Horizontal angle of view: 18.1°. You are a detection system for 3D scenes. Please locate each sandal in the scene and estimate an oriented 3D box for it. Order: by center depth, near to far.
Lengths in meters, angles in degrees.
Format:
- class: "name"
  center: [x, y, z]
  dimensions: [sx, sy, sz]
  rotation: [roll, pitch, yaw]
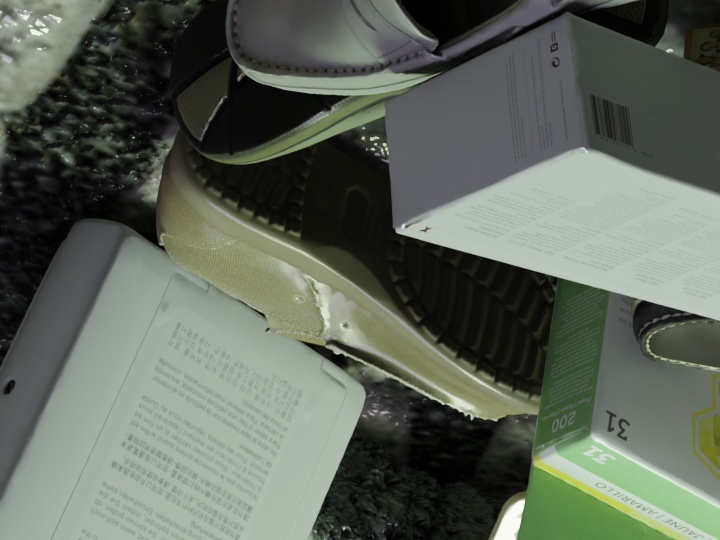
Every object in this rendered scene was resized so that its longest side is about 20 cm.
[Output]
- class: "sandal"
  center: [0.021, -0.086, 0.808]
  dimensions: [0.200, 0.080, 0.057]
  rotation: [-10, 168, 34]

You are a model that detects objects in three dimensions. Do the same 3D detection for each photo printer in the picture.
- class: "photo printer"
  center: [-0.100, 0.103, 1.000]
  dimensions: [0.166, 0.201, 0.069]
  rotation: [34, 159, -31]

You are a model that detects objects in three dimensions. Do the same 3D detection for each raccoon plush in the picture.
- class: "raccoon plush"
  center: [0.069, 0.115, 1.105]
  dimensions: [0.199, 0.097, 0.134]
  rotation: [-33, 118, 11]

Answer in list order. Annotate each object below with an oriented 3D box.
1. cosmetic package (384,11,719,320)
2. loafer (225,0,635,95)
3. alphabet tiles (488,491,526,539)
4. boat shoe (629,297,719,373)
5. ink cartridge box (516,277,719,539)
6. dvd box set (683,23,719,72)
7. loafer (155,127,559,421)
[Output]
- class: "cosmetic package"
  center: [0.107, -0.028, 0.757]
  dimensions: [0.199, 0.051, 0.082]
  rotation: [14, 151, -43]
- class: "loafer"
  center: [0.024, -0.099, 0.720]
  dimensions: [0.199, 0.070, 0.070]
  rotation: [-15, 173, 42]
- class: "alphabet tiles"
  center: [0.093, 0.190, 1.084]
  dimensions: [0.199, 0.015, 0.196]
  rotation: [11, 119, -16]
- class: "boat shoe"
  center: [0.199, 0.031, 0.861]
  dimensions: [0.199, 0.065, 0.073]
  rotation: [1, 155, 17]
- class: "ink cartridge box"
  center: [0.133, 0.100, 0.918]
  dimensions: [0.145, 0.201, 0.048]
  rotation: [28, 144, -24]
- class: "dvd box set"
  center: [0.230, -0.044, 0.825]
  dimensions: [0.199, 0.030, 0.147]
  rotation: [-3, 145, 22]
- class: "loafer"
  center: [0.000, 0.000, 0.936]
  dimensions: [0.200, 0.076, 0.067]
  rotation: [34, 145, -16]
